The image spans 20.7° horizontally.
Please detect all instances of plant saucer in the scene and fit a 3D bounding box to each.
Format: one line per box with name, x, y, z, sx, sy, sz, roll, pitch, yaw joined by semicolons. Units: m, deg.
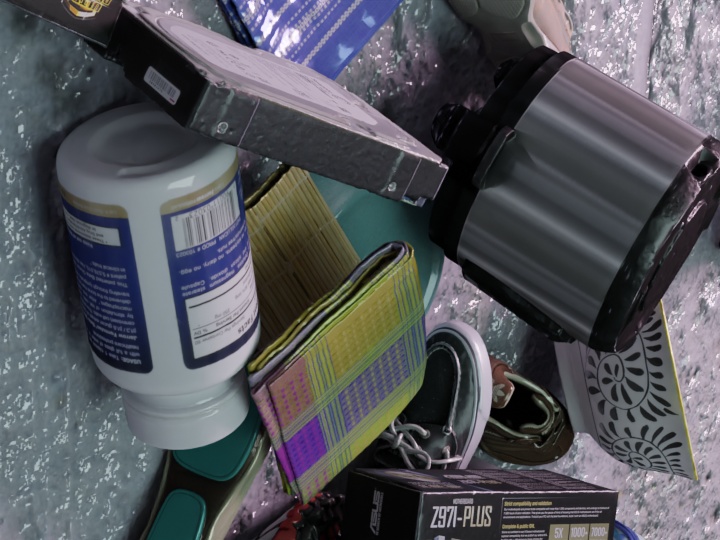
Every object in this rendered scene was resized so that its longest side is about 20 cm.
plant saucer;0.000;0.000;1.417;0.199;0.036;0.202;-23;124;-39

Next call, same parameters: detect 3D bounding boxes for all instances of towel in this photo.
towel;-0.038;-0.213;1.283;0.145;0.024;0.201;-50;137;-20
towel;-0.011;0.070;1.323;0.144;0.023;0.201;-43;154;-16

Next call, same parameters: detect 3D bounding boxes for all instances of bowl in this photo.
bowl;0.211;0.082;1.616;0.093;0.202;0.202;-13;130;8

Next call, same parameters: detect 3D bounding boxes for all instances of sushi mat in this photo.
sushi mat;-0.036;0.023;1.352;0.096;0.012;0.201;-41;129;-13

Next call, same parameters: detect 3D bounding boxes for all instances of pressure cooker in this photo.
pressure cooker;0.141;-0.060;1.399;0.179;0.199;0.177;-49;164;-33

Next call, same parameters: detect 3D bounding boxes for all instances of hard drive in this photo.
hard drive;-0.056;-0.103;1.206;0.199;0.140;0.038;18;106;-41

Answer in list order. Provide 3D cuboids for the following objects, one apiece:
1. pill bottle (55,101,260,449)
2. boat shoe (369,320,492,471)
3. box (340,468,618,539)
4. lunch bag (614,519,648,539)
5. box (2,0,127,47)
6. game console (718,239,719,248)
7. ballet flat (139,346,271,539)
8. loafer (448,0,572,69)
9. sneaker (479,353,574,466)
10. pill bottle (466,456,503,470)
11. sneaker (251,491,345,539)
pill bottle;-0.121;0.007;1.230;0.111;0.111;0.202;-30;129;-35
boat shoe;0.040;0.135;1.496;0.068;0.073;0.201;-3;117;-58
box;0.082;0.232;1.437;0.198;0.086;0.166;4;94;-39
lunch bag;0.151;0.290;1.628;0.082;0.160;0.201;33;81;-44
box;-0.190;-0.232;1.089;0.199;0.049;0.161;20;96;-50
game console;0.420;-0.082;1.775;0.170;0.118;0.201;31;85;-49
ballet flat;-0.104;0.146;1.360;0.069;0.069;0.202;24;93;-50
loafer;0.108;-0.203;1.425;0.200;0.071;0.063;55;48;-52
sneaker;0.130;0.123;1.586;0.199;0.075;0.071;30;85;-49
pill bottle;0.077;0.258;1.567;0.109;0.109;0.201;40;77;-49
sneaker;-0.070;0.223;1.421;0.071;0.097;0.200;66;31;-14
